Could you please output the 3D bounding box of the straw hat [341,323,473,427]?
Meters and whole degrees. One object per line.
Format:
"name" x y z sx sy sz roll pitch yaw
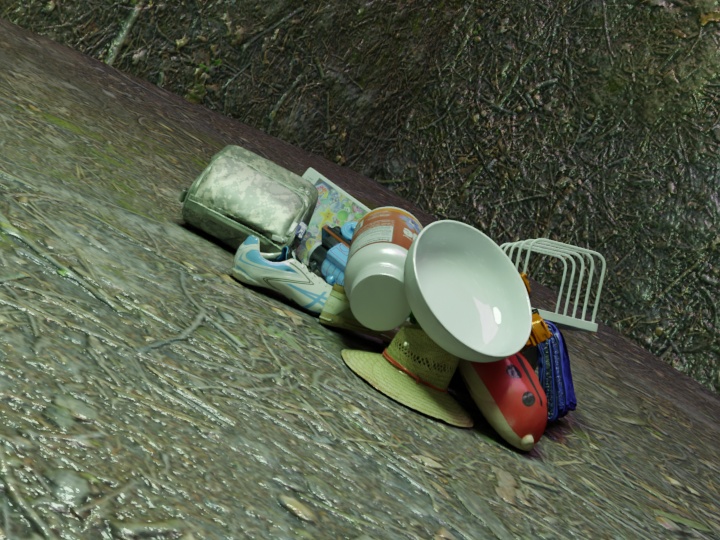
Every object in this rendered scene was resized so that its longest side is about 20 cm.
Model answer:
"straw hat" 0.081 0.118 1.441 0.200 0.086 0.201 28 9 -5

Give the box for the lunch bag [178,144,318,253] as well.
"lunch bag" -0.176 -0.093 1.735 0.199 0.140 0.168 27 25 1

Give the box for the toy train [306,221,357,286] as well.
"toy train" 0.000 0.000 1.740 0.114 0.087 0.200 -31 54 -33

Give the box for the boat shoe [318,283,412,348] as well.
"boat shoe" 0.030 0.090 1.589 0.200 0.064 0.073 31 -5 -28

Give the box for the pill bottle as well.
"pill bottle" 0.035 -0.001 1.513 0.111 0.113 0.200 26 26 -8

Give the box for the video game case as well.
"video game case" -0.054 -0.066 1.853 0.199 0.144 0.018 36 -8 19

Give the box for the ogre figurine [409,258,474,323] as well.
"ogre figurine" 0.116 0.033 1.597 0.098 0.121 0.200 27 -4 -25

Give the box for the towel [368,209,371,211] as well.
"towel" -0.036 -0.051 1.865 0.199 0.146 0.024 29 -5 17

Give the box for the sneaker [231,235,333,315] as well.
"sneaker" -0.091 0.011 1.575 0.199 0.073 0.072 25 7 -30

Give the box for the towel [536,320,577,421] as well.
"towel" 0.305 0.156 1.685 0.049 0.150 0.200 -4 -7 13

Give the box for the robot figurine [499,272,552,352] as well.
"robot figurine" 0.204 0.060 1.596 0.146 0.058 0.200 66 -18 -3

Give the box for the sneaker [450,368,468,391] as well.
"sneaker" 0.189 0.160 1.600 0.199 0.067 0.090 26 6 -29

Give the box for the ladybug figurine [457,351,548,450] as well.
"ladybug figurine" 0.198 0.156 1.485 0.135 0.072 0.201 30 25 -43

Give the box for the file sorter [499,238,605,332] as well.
"file sorter" 0.295 0.022 1.757 0.137 0.126 0.200 13 -3 -8

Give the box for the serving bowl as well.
"serving bowl" 0.131 0.036 1.429 0.199 0.066 0.202 22 49 -27

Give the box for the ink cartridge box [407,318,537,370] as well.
"ink cartridge box" 0.178 0.112 1.783 0.199 0.085 0.145 22 10 -36
